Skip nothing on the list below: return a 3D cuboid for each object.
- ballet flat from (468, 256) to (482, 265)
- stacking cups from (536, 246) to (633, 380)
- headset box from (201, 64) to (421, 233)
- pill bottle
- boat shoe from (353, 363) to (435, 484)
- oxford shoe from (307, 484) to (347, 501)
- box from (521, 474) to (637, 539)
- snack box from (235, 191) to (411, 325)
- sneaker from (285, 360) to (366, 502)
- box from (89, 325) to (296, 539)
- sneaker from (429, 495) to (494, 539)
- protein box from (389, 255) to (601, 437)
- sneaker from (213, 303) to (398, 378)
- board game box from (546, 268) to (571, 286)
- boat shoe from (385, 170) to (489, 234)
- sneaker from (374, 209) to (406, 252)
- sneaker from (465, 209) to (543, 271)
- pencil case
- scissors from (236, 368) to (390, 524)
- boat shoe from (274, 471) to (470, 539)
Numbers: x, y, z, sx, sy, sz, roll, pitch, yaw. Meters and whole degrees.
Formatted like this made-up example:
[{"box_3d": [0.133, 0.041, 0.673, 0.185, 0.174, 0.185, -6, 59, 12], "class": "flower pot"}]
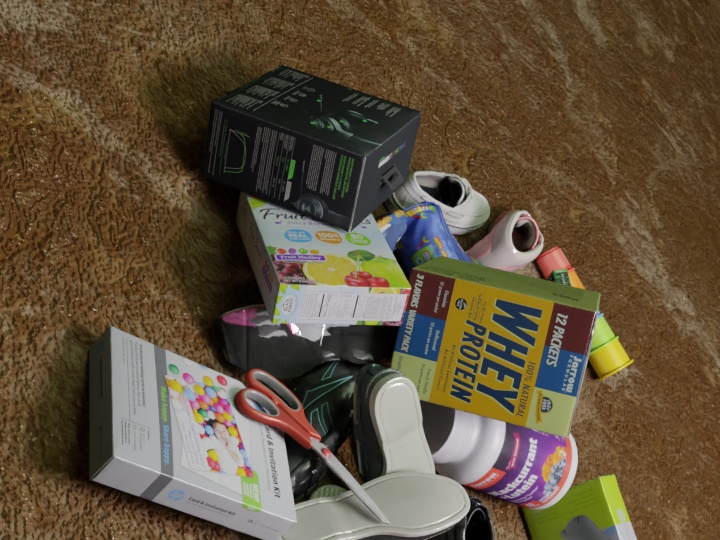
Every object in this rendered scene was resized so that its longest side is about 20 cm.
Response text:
[{"box_3d": [0.158, 0.079, 1.458, 0.069, 0.069, 0.201, -12, 75, -50], "class": "ballet flat"}, {"box_3d": [0.324, 0.058, 1.648, 0.060, 0.060, 0.201, -21, 81, -52], "class": "stacking cups"}, {"box_3d": [-0.045, -0.140, 1.261, 0.199, 0.093, 0.174, 20, 30, 14], "class": "headset box"}, {"box_3d": [0.150, 0.203, 1.319, 0.200, 0.111, 0.112, 25, 49, -35], "class": "pill bottle"}, {"box_3d": [0.029, 0.185, 1.161, 0.073, 0.062, 0.201, -20, 119, -26], "class": "boat shoe"}, {"box_3d": [0.006, 0.309, 1.140, 0.075, 0.058, 0.200, -30, 73, -20], "class": "oxford shoe"}, {"box_3d": [0.278, 0.358, 1.345, 0.048, 0.122, 0.201, 7, 60, -49], "class": "box"}, {"box_3d": [-0.044, -0.019, 1.202, 0.142, 0.053, 0.200, 3, 32, -20], "class": "snack box"}, {"box_3d": [-0.049, 0.162, 1.180, 0.079, 0.076, 0.200, 30, 44, 13], "class": "sneaker"}, {"box_3d": [-0.155, 0.152, 1.047, 0.200, 0.041, 0.156, 30, 30, -33], "class": "box"}, {"box_3d": [0.077, 0.242, 1.224, 0.071, 0.099, 0.201, -22, 81, -50], "class": "sneaker"}, {"box_3d": [0.152, 0.076, 1.246, 0.200, 0.198, 0.136, -19, 122, -77], "class": "protein box"}, {"box_3d": [-0.062, 0.066, 1.208, 0.199, 0.086, 0.081, 4, 100, -23], "class": "sneaker"}, {"box_3d": [0.235, 0.088, 1.438, 0.023, 0.200, 0.105, -7, 65, -13], "class": "board game box"}, {"box_3d": [0.119, -0.099, 1.527, 0.199, 0.066, 0.072, 11, 57, -43], "class": "boat shoe"}, {"box_3d": [0.000, 0.000, 1.337, 0.200, 0.075, 0.088, -41, 105, -43], "class": "sneaker"}, {"box_3d": [0.222, -0.047, 1.576, 0.075, 0.105, 0.200, 55, 37, -1], "class": "sneaker"}, {"box_3d": [0.107, 0.007, 1.411, 0.078, 0.087, 0.201, -4, 60, -57], "class": "pencil case"}, {"box_3d": [-0.040, 0.168, 1.107, 0.200, 0.014, 0.073, 37, 24, 4], "class": "scissors"}, {"box_3d": [0.010, 0.252, 1.105, 0.199, 0.061, 0.074, -12, 44, -18], "class": "boat shoe"}]
